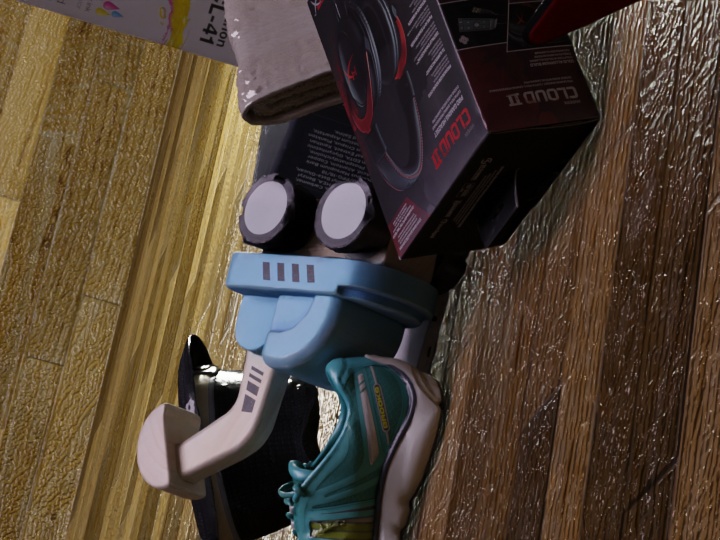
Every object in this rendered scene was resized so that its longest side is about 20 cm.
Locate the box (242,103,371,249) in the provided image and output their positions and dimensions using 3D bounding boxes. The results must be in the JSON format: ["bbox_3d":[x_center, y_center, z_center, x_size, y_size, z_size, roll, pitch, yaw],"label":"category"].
[{"bbox_3d":[0.006,-0.134,1.857,0.200,0.117,0.197,115,167,-45],"label":"box"}]

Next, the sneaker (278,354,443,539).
[{"bbox_3d":[-0.013,0.147,1.605,0.078,0.080,0.200,-155,80,-80],"label":"sneaker"}]

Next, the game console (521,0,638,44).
[{"bbox_3d":[0.150,-0.206,1.132,0.200,0.119,0.172,127,146,-63],"label":"game console"}]

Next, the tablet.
[{"bbox_3d":[0.016,0.083,1.745,0.200,0.014,0.130,148,138,-75],"label":"tablet"}]

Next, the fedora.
[{"bbox_3d":[-0.070,0.129,1.855,0.201,0.092,0.201,-9,-90,-87],"label":"fedora"}]

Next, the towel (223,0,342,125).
[{"bbox_3d":[0.009,-0.170,1.704,0.133,0.200,0.034,-101,-10,-48],"label":"towel"}]

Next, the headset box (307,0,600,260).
[{"bbox_3d":[0.052,-0.112,1.487,0.149,0.075,0.200,-55,49,57],"label":"headset box"}]

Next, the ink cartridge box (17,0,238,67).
[{"bbox_3d":[-0.130,-0.237,1.850,0.086,0.200,0.148,-95,23,-69],"label":"ink cartridge box"}]

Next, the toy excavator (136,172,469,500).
[{"bbox_3d":[-0.047,0.048,1.647,0.194,0.100,0.200,3,73,41],"label":"toy excavator"}]
